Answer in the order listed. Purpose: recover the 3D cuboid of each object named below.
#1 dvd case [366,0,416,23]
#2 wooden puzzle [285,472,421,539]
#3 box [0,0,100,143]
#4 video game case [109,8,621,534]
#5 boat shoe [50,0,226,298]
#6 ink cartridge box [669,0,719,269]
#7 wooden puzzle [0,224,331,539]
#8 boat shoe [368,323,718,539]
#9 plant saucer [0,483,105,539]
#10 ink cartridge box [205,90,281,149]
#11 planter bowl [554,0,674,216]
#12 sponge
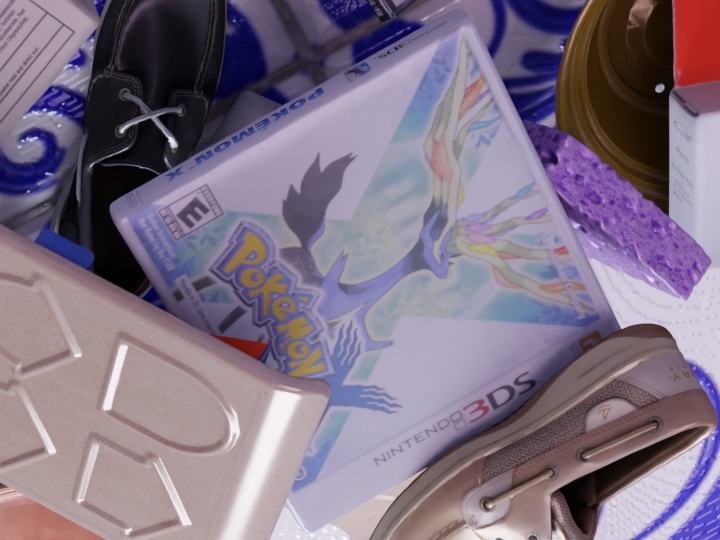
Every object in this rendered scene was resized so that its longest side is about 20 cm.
[{"bbox_3d":[0.008,-0.240,1.113,0.146,0.022,0.200,-40,99,-17],"label":"dvd case"},{"bbox_3d":[-0.024,0.091,1.281,0.200,0.037,0.185,28,149,-25],"label":"wooden puzzle"},{"bbox_3d":[-0.244,-0.144,1.104,0.200,0.109,0.128,36,103,-28],"label":"box"},{"bbox_3d":[0.009,0.005,1.075,0.182,0.022,0.200,-30,120,-1],"label":"video game case"},{"bbox_3d":[-0.108,-0.076,1.205,0.072,0.068,0.200,10,112,-19],"label":"boat shoe"},{"bbox_3d":[0.261,-0.101,1.216,0.200,0.044,0.174,-11,120,-11],"label":"ink cartridge box"},{"bbox_3d":[-0.121,0.054,1.070,0.200,0.046,0.185,24,142,1],"label":"wooden puzzle"},{"bbox_3d":[0.082,0.108,1.115,0.200,0.065,0.071,-43,150,22],"label":"boat shoe"},{"bbox_3d":[-0.183,0.191,1.291,0.200,0.032,0.201,-9,121,-16],"label":"plant saucer"},{"bbox_3d":[0.000,0.000,1.199,0.145,0.200,0.084,25,105,-26],"label":"ink cartridge box"},{"bbox_3d":[0.187,-0.118,1.258,0.200,0.083,0.201,-7,118,-13],"label":"planter bowl"},{"bbox_3d":[0.085,-0.046,1.199,0.112,0.200,0.030,37,85,-29],"label":"sponge"}]
